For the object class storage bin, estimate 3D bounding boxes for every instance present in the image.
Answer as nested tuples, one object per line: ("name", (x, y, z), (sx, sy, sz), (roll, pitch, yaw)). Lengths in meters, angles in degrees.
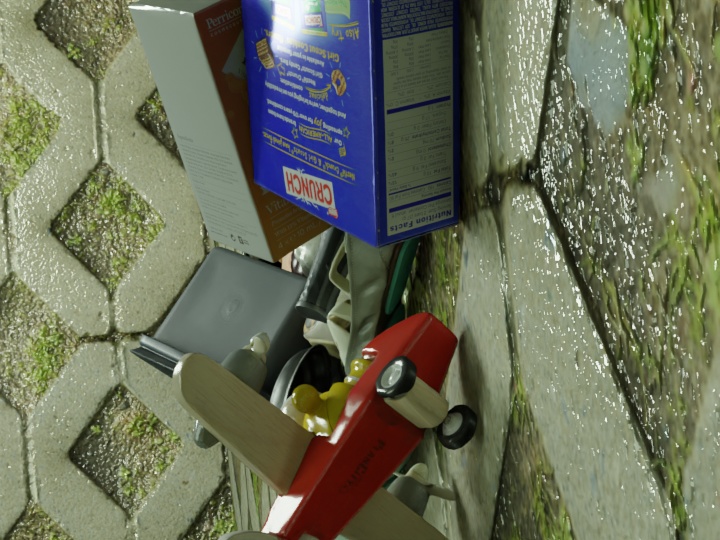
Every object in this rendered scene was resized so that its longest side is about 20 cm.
("storage bin", (-0.096, 0.070, 1.321), (0.199, 0.145, 0.135), (20, 76, 45))

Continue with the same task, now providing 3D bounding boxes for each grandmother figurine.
("grandmother figurine", (-0.051, -0.012, 1.413), (0.200, 0.060, 0.123), (170, 102, -77))

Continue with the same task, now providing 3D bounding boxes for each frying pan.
("frying pan", (-0.039, 0.103, 1.210), (0.190, 0.031, 0.116), (-51, -33, -57))

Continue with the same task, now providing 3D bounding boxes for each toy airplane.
("toy airplane", (-0.026, 0.133, 0.943), (0.141, 0.197, 0.202), (-143, 47, -63))

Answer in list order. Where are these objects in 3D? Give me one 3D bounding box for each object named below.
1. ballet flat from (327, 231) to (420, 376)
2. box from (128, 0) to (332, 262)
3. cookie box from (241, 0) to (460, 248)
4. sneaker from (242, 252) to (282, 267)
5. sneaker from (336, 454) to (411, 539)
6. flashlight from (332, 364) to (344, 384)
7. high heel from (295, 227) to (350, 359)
("ballet flat", (0.005, 0.026, 1.070), (0.068, 0.063, 0.201), (-55, -21, -45))
("box", (-0.073, -0.129, 1.049), (0.097, 0.124, 0.202), (19, 134, 50))
("cookie box", (-0.009, -0.138, 0.917), (0.171, 0.075, 0.202), (29, 127, 51))
("sneaker", (-0.107, -0.054, 1.602), (0.146, 0.076, 0.204), (80, 173, -78))
("sneaker", (0.022, 0.181, 1.106), (0.119, 0.073, 0.201), (59, 149, 14))
("flashlight", (-0.031, 0.154, 1.369), (0.201, 0.067, 0.068), (-102, 27, -53))
("high heel", (0.000, 0.000, 1.205), (0.200, 0.071, 0.144), (66, -137, -68))
